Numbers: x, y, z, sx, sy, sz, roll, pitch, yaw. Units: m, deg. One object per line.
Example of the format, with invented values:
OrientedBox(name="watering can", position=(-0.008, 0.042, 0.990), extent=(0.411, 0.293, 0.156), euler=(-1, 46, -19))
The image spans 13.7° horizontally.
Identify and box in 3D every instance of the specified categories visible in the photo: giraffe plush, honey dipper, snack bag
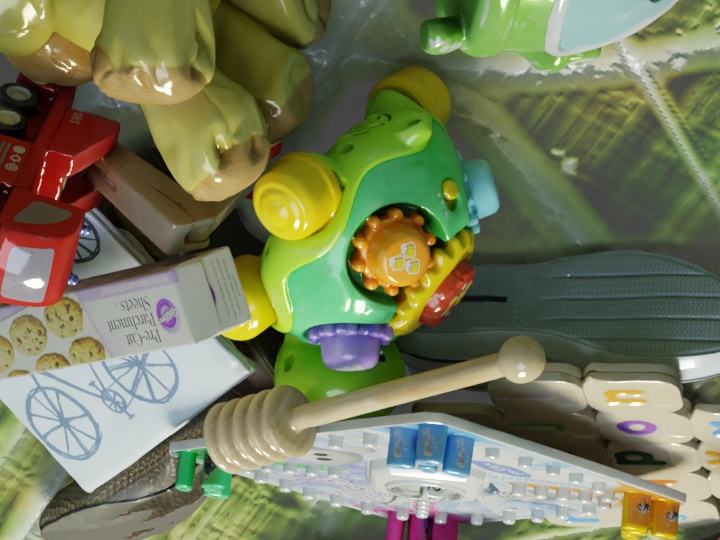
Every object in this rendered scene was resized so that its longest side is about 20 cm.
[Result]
OrientedBox(name="giraffe plush", position=(-0.129, -0.135, 1.436), extent=(0.162, 0.173, 0.200), euler=(-5, 121, 28))
OrientedBox(name="honey dipper", position=(0.009, 0.061, 1.450), extent=(0.200, 0.038, 0.038), euler=(-17, 123, 37))
OrientedBox(name="snack bag", position=(-0.168, 0.017, 1.600), extent=(0.200, 0.021, 0.189), euler=(46, 140, -5))

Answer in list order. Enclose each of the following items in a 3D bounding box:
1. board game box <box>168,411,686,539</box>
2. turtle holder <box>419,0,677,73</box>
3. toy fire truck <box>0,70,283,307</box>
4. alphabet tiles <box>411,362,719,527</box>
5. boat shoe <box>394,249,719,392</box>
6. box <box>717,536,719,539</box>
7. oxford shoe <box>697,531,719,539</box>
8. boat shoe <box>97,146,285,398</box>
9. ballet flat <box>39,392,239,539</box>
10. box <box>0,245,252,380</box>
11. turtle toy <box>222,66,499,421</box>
OrientedBox(name="board game box", position=(0.034, 0.116, 1.575), extent=(0.200, 0.026, 0.200), euler=(-10, 159, 44))
OrientedBox(name="turtle holder", position=(0.091, -0.153, 1.375), extent=(0.132, 0.141, 0.186), euler=(-1, 121, -8))
OrientedBox(name="toy fire truck", position=(-0.118, -0.042, 1.466), extent=(0.141, 0.200, 0.049), euler=(16, 123, -1))
OrientedBox(name="alphabet tiles", position=(0.132, 0.094, 1.590), extent=(0.195, 0.015, 0.200), euler=(-1, 154, 14))
OrientedBox(name="boat shoe", position=(0.113, 0.033, 1.573), extent=(0.200, 0.074, 0.067), euler=(6, 145, 20))
OrientedBox(name="box", position=(0.286, 0.129, 1.519), extent=(0.128, 0.109, 0.200), euler=(33, 100, -22))
OrientedBox(name="oxford shoe", position=(0.264, 0.160, 1.648), extent=(0.200, 0.071, 0.071), euler=(-16, 153, 20))
OrientedBox(name="boat shoe", position=(-0.072, 0.022, 1.600), extent=(0.068, 0.072, 0.200), euler=(-29, 110, 39))
OrientedBox(name="ballet flat", position=(-0.108, 0.108, 1.694), extent=(0.067, 0.046, 0.200), euler=(16, 145, -42))
OrientedBox(name="box", position=(-0.131, 0.024, 1.505), extent=(0.200, 0.039, 0.041), euler=(-10, 100, 51))
OrientedBox(name="turtle toy", position=(0.000, 0.000, 1.500), extent=(0.101, 0.146, 0.200), euler=(38, 132, 11))
